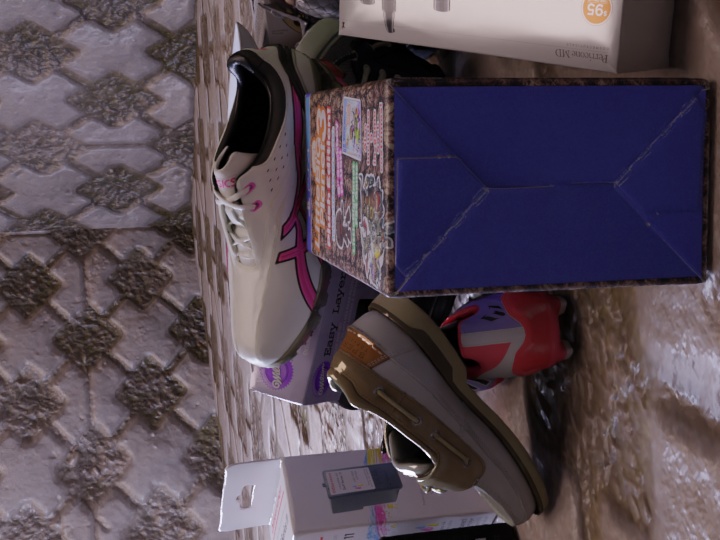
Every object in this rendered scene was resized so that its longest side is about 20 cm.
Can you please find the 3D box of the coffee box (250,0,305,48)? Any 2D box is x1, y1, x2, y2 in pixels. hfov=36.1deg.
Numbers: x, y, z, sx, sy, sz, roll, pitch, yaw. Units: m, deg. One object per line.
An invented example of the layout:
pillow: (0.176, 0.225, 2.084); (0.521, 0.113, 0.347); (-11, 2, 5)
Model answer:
coffee box: (-0.049, -0.243, 1.144); (0.080, 0.112, 0.201); (110, 153, -60)

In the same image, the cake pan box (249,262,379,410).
cake pan box: (0.000, 0.000, 0.815); (0.184, 0.052, 0.201); (7, -84, -62)

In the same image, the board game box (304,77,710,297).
board game box: (0.065, -0.050, 0.592); (0.200, 0.159, 0.097); (-153, 62, -74)

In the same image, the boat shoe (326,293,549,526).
boat shoe: (0.047, 0.102, 0.697); (0.200, 0.068, 0.075); (53, 165, -28)

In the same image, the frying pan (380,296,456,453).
frying pan: (0.043, 0.053, 0.814); (0.115, 0.031, 0.191); (79, -147, -69)

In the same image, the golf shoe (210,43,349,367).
golf shoe: (-0.064, -0.040, 0.692); (0.072, 0.092, 0.201); (6, 90, 41)

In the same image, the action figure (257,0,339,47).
action figure: (-0.026, -0.289, 1.025); (0.069, 0.130, 0.201); (-110, 32, -51)

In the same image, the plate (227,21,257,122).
plate: (-0.107, -0.110, 1.111); (0.200, 0.032, 0.200); (104, 158, -53)

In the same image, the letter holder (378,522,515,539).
letter holder: (0.070, 0.305, 0.786); (0.142, 0.100, 0.201); (101, 161, -52)

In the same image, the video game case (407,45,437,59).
video game case: (0.059, -0.271, 0.865); (0.200, 0.025, 0.182); (178, 89, -78)

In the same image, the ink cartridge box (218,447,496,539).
ink cartridge box: (-0.006, 0.196, 0.863); (0.117, 0.199, 0.068); (102, 160, -50)

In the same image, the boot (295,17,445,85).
boot: (0.005, -0.141, 0.824); (0.073, 0.090, 0.200); (-62, -4, 29)

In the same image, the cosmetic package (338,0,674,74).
cosmetic package: (0.070, -0.158, 0.590); (0.200, 0.051, 0.083); (19, 117, 44)

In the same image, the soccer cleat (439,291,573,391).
soccer cleat: (0.075, 0.048, 0.750); (0.200, 0.076, 0.067); (149, 117, -75)
